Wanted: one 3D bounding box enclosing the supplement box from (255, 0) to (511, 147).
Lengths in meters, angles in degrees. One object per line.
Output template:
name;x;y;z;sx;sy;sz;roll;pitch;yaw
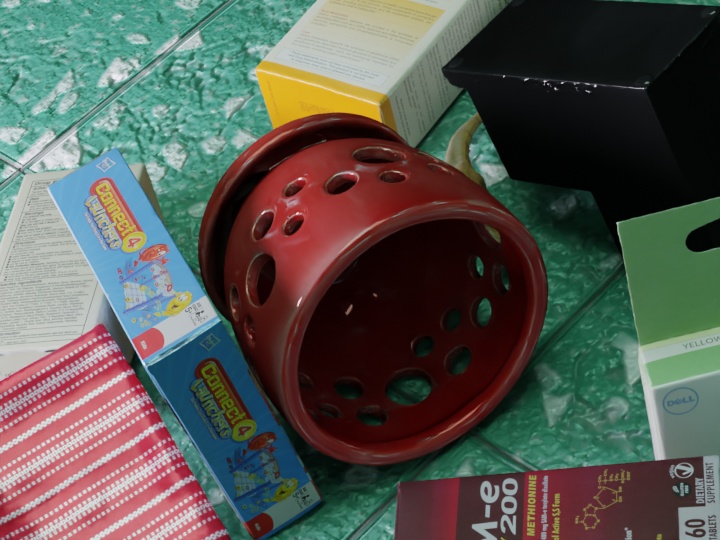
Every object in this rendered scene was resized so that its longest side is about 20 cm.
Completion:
supplement box;0.026;-0.183;1.630;0.126;0.074;0.200;19;55;32

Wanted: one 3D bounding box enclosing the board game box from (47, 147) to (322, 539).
board game box;-0.117;0.049;1.353;0.056;0.196;0.200;-30;45;-5

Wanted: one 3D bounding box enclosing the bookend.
bookend;0.188;-0.082;1.419;0.092;0.200;0.198;-44;32;-25

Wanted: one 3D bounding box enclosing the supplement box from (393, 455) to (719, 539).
supplement box;0.120;0.176;1.209;0.199;0.061;0.109;-7;45;13

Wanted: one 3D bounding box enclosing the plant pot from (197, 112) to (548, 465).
plant pot;0.000;0.000;1.369;0.200;0.201;0.183;-28;41;-11

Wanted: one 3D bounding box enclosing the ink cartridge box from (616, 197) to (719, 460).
ink cartridge box;0.243;0.042;1.247;0.145;0.201;0.048;-14;41;3

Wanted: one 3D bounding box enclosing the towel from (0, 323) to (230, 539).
towel;-0.185;0.149;1.346;0.144;0.023;0.200;-29;72;-13

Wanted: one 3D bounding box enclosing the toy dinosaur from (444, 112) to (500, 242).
toy dinosaur;0.073;-0.064;1.523;0.106;0.061;0.201;10;41;-20

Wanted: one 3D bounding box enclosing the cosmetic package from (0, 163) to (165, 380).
cosmetic package;-0.215;0.014;1.500;0.103;0.073;0.201;-4;41;13
